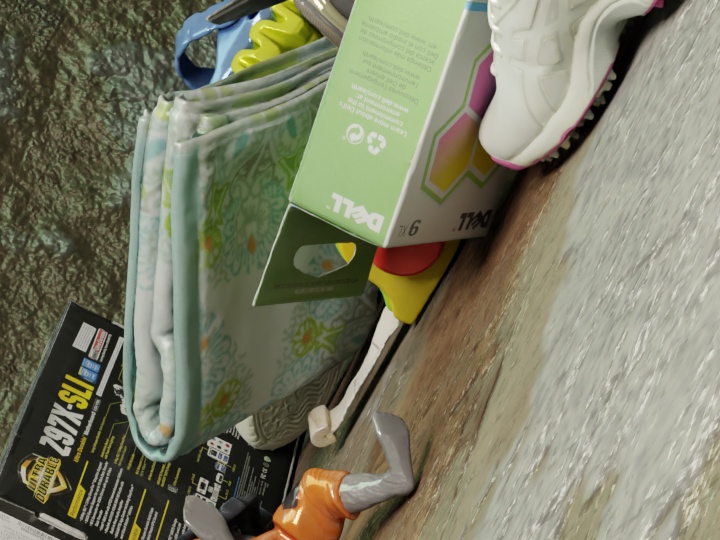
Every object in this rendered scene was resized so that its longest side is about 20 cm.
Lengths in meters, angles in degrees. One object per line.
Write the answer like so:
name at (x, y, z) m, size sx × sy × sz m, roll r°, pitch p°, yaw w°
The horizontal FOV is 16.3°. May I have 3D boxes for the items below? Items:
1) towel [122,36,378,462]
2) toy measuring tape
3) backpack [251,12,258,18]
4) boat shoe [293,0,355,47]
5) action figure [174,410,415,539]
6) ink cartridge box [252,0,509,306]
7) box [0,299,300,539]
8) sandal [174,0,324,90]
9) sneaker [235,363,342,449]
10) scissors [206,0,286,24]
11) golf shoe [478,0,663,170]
towel at (-0.048, -0.016, 1.298) m, size 0.171 × 0.048 × 0.201 m, roll -25°, pitch -49°, yaw -45°
toy measuring tape at (0.000, 0.000, 1.295) m, size 0.201 × 0.073 × 0.074 m, roll -60°, pitch 9°, yaw 24°
backpack at (-0.034, -0.217, 1.758) m, size 0.135 × 0.199 × 0.183 m, roll -64°, pitch 8°, yaw 1°
boat shoe at (0.029, -0.187, 1.245) m, size 0.073 × 0.074 × 0.201 m, roll -36°, pitch 27°, yaw 41°
action figure at (-0.066, 0.164, 1.125) m, size 0.200 × 0.105 × 0.194 m, roll -38°, pitch -17°, yaw -40°
ink cartridge box at (0.028, -0.066, 1.173) m, size 0.104 × 0.059 × 0.201 m, roll -7°, pitch -60°, yaw -60°
box at (-0.122, 0.118, 1.419) m, size 0.049 × 0.159 × 0.200 m, roll -60°, pitch 9°, yaw 30°
sandal at (-0.035, -0.154, 1.351) m, size 0.087 × 0.080 × 0.200 m, roll 24°, pitch 72°, yaw 43°
sneaker at (-0.070, -0.001, 1.430) m, size 0.077 × 0.111 × 0.201 m, roll -26°, pitch -49°, yaw -29°
scissors at (-0.018, -0.157, 1.263) m, size 0.200 × 0.014 × 0.074 m, roll -9°, pitch -61°, yaw -60°
golf shoe at (0.082, -0.124, 1.083) m, size 0.200 × 0.091 × 0.076 m, roll 119°, pitch 172°, yaw -47°
